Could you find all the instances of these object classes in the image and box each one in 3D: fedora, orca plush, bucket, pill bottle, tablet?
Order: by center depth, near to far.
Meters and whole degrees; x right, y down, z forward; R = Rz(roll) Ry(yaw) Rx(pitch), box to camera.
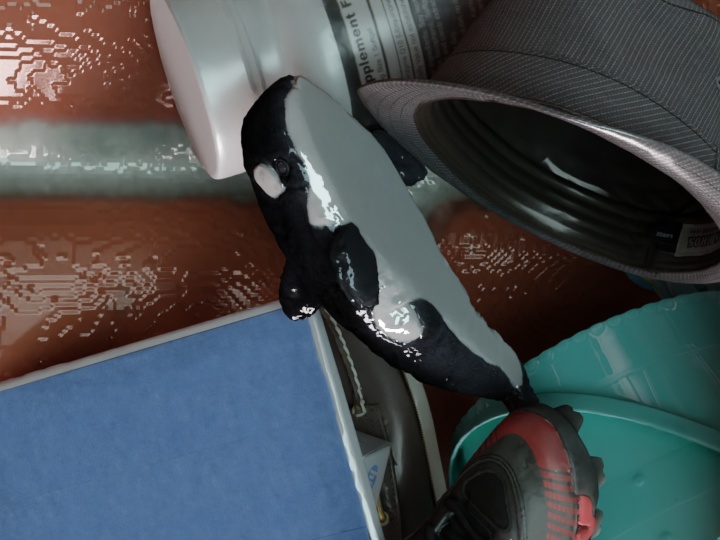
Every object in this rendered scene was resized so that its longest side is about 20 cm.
[{"bbox_3d":[0.102,-0.072,0.927,0.200,0.176,0.091,34,73,-40],"label":"fedora"},{"bbox_3d":[0.000,0.000,0.972,0.071,0.106,0.200,-22,137,29],"label":"orca plush"},{"bbox_3d":[0.011,-0.117,1.012,0.199,0.116,0.117,-19,110,-11],"label":"pill bottle"},{"bbox_3d":[-0.093,0.098,1.025,0.199,0.014,0.131,-17,89,21],"label":"tablet"},{"bbox_3d":[0.147,0.113,1.066,0.206,0.135,0.207,-19,155,-10],"label":"bucket"}]

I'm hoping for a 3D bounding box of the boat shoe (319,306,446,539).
[{"bbox_3d":[0.004,0.102,1.070,0.059,0.072,0.201,-17,88,-24],"label":"boat shoe"}]

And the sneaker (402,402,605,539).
[{"bbox_3d":[0.039,0.147,0.969,0.098,0.071,0.201,-1,125,-43],"label":"sneaker"}]

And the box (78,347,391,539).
[{"bbox_3d":[-0.083,0.156,1.057,0.155,0.041,0.201,17,103,19],"label":"box"}]

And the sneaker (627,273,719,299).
[{"bbox_3d":[0.189,-0.038,1.059,0.130,0.080,0.200,-10,149,2],"label":"sneaker"}]
